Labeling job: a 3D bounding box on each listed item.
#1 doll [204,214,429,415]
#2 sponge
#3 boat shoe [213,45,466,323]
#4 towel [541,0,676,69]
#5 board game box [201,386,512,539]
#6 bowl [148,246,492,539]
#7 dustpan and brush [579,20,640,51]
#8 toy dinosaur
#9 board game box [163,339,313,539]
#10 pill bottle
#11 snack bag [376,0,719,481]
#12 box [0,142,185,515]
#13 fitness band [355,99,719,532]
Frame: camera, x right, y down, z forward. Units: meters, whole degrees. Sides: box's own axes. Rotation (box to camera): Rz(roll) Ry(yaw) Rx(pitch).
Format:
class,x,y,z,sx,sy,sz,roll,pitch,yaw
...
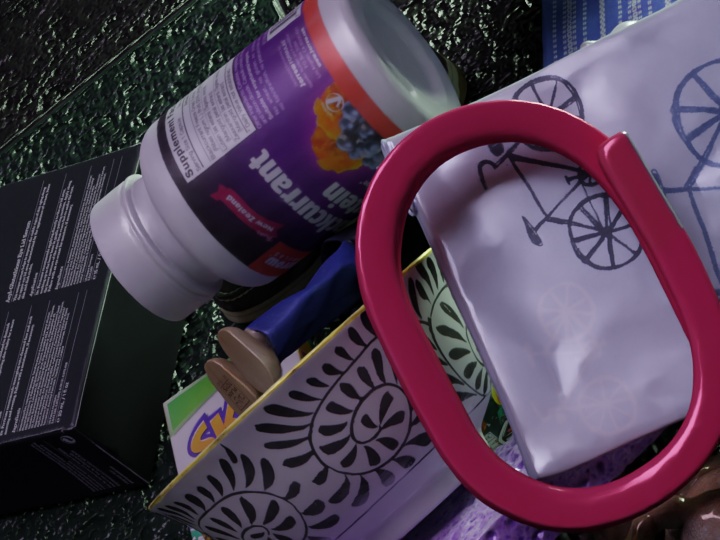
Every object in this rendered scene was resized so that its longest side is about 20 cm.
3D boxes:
class,x,y,z,sx,sy,sz,roll,pitch,yaw
doll,0.000,0.000,1.434,0.200,0.048,0.137,-41,-10,-27
sponge,0.068,0.114,1.244,0.200,0.030,0.112,-43,8,-10
boat shoe,-0.025,-0.060,1.537,0.201,0.066,0.072,-47,39,2
towel,0.183,-0.167,1.466,0.199,0.024,0.145,-23,45,28
board game box,0.013,0.105,1.368,0.200,0.035,0.126,-36,42,0
bowl,0.000,0.082,1.277,0.201,0.094,0.201,-41,-2,-2
dustpan and brush,0.195,-0.124,1.285,0.139,0.199,0.058,157,114,-65
toy dinosaur,0.178,0.111,1.205,0.135,0.086,0.200,-40,17,-7
board game box,-0.055,0.111,1.460,0.095,0.030,0.200,-34,39,16
pill bottle,-0.051,-0.061,1.450,0.200,0.111,0.112,-37,40,19
snack bag,0.131,-0.016,1.208,0.199,0.021,0.189,-25,75,1
box,-0.182,0.037,1.594,0.141,0.079,0.201,-12,52,32
fitness band,0.081,0.018,1.171,0.143,0.037,0.201,-28,81,1
